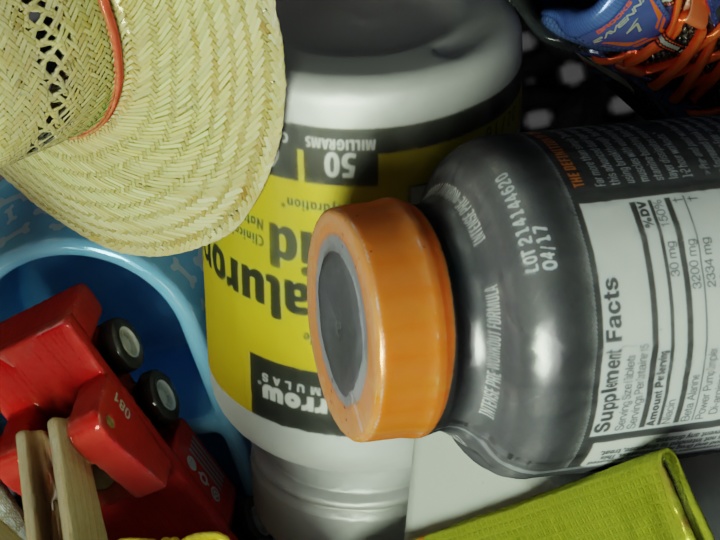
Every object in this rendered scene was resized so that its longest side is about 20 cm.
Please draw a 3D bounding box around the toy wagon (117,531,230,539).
[{"bbox_3d":[-0.076,0.147,0.746,0.155,0.040,0.200,-3,149,-15],"label":"toy wagon"}]

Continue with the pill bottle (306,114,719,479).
[{"bbox_3d":[0.086,0.006,0.693,0.199,0.106,0.107,-6,123,-17],"label":"pill bottle"}]

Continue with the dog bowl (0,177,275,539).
[{"bbox_3d":[-0.088,0.054,0.864,0.111,0.050,0.201,-12,119,12],"label":"dog bowl"}]

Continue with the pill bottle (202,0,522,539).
[{"bbox_3d":[0.000,0.000,0.787,0.111,0.111,0.201,2,121,5],"label":"pill bottle"}]

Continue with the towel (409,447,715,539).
[{"bbox_3d":[0.050,0.119,0.720,0.200,0.018,0.086,-29,85,53],"label":"towel"}]

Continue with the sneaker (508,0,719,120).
[{"bbox_3d":[0.088,-0.089,0.743,0.200,0.079,0.075,37,118,-15],"label":"sneaker"}]

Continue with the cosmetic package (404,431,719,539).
[{"bbox_3d":[0.123,0.132,0.788,0.165,0.165,0.201,33,132,37],"label":"cosmetic package"}]

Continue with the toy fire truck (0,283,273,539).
[{"bbox_3d":[-0.099,0.080,0.769,0.049,0.141,0.200,-25,115,19],"label":"toy fire truck"}]

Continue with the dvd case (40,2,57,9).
[{"bbox_3d":[-0.086,-0.196,0.734,0.200,0.016,0.149,-38,110,24],"label":"dvd case"}]

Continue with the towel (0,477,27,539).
[{"bbox_3d":[-0.142,0.100,0.863,0.031,0.149,0.200,-41,116,-23],"label":"towel"}]

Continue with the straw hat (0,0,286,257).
[{"bbox_3d":[-0.120,-0.080,0.701,0.201,0.085,0.202,22,128,31],"label":"straw hat"}]
